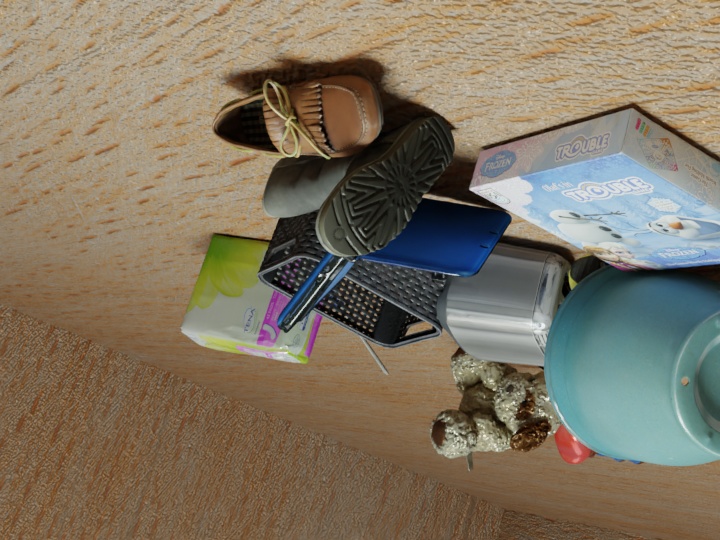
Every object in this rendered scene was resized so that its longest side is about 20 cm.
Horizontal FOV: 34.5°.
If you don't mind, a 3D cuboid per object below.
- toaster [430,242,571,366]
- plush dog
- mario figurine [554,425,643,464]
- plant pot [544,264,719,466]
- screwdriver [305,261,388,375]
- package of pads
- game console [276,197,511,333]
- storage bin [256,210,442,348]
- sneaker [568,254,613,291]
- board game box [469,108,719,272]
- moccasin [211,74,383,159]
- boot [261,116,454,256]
[{"bbox_3d":[0.169,0.035,1.277,0.129,0.114,0.200,7,160,25],"label":"toaster"},{"bbox_3d":[0.216,0.198,1.643,0.171,0.200,0.160,-13,133,41],"label":"plush dog"},{"bbox_3d":[0.411,0.274,1.977,0.200,0.106,0.123,17,133,-40],"label":"mario figurine"},{"bbox_3d":[0.301,0.091,1.077,0.200,0.201,0.188,22,175,-15],"label":"plant pot"},{"bbox_3d":[-0.016,0.054,1.429,0.200,0.028,0.029,53,160,39],"label":"screwdriver"},{"bbox_3d":[-0.139,0.040,1.577,0.200,0.155,0.068,8,162,35],"label":"package of pads"},{"bbox_3d":[0.036,-0.002,1.118,0.118,0.171,0.200,39,-155,3],"label":"game console"},{"bbox_3d":[0.000,0.000,1.333,0.200,0.094,0.135,30,155,-22],"label":"storage bin"},{"bbox_3d":[0.276,0.040,1.229,0.200,0.078,0.090,31,168,-35],"label":"sneaker"},{"bbox_3d":[0.229,-0.059,0.985,0.199,0.044,0.200,26,164,-25],"label":"board game box"},{"bbox_3d":[-0.057,-0.131,0.996,0.078,0.074,0.201,-18,-160,-38],"label":"moccasin"},{"bbox_3d":[-0.029,-0.072,1.041,0.200,0.182,0.073,1,124,47],"label":"boot"}]
